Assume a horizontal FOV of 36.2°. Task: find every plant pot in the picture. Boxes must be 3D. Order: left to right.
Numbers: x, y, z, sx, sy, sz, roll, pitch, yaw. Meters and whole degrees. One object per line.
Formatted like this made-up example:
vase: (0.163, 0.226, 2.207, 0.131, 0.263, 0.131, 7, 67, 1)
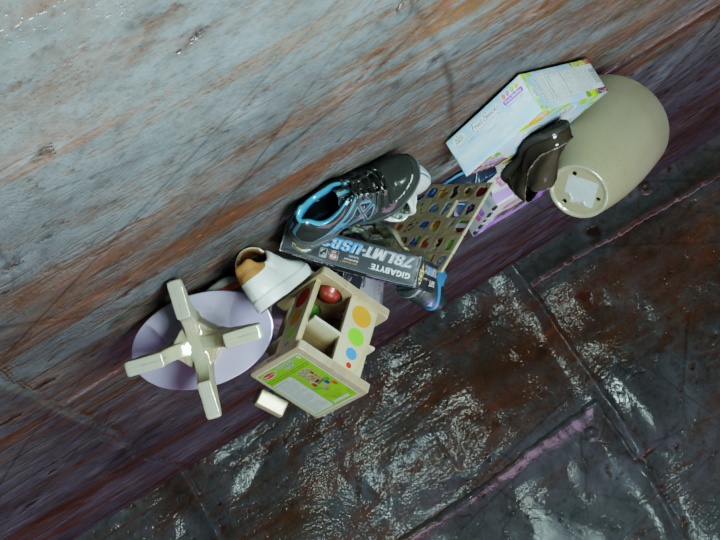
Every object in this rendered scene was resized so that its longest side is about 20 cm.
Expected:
plant pot: (0.369, -0.177, 1.720, 0.187, 0.187, 0.200, -42, -172, 44)

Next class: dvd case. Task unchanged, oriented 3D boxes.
dvd case: (0.000, 0.000, 1.773, 0.024, 0.153, 0.200, 9, -174, 19)

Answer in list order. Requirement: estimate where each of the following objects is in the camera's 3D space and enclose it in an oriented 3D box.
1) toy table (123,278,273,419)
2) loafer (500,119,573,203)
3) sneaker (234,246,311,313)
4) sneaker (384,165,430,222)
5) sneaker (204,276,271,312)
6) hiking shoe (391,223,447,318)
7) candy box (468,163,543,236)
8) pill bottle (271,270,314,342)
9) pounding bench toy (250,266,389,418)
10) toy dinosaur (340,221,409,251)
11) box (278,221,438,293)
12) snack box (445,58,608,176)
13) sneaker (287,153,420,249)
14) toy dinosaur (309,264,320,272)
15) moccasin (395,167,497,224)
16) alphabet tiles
toy table: (-0.215, 0.097, 1.467, 0.198, 0.186, 0.117, -28, -175, -2)
loafer: (0.271, -0.158, 1.621, 0.072, 0.072, 0.200, -29, 170, -15)
sneaker: (-0.123, -0.003, 1.520, 0.073, 0.085, 0.200, -38, -179, 10)
sneaker: (0.051, -0.104, 1.580, 0.073, 0.071, 0.199, -38, 169, 31)
sneaker: (-0.159, 0.047, 1.613, 0.077, 0.082, 0.199, -39, 171, 34)
hiking shoe: (0.100, -0.009, 1.788, 0.074, 0.087, 0.201, -32, -148, 30)
candy box: (0.279, -0.159, 2.053, 0.166, 0.072, 0.200, -31, 171, -13)
pill bottle: (-0.096, 0.103, 1.756, 0.113, 0.114, 0.202, -29, 137, -19)
pounding bench toy: (-0.075, 0.110, 1.581, 0.199, 0.124, 0.157, -33, -149, 46)
toy dinosaur: (0.017, -0.057, 1.575, 0.200, 0.087, 0.048, -149, -100, -82)
box: (0.003, -0.016, 1.565, 0.198, 0.197, 0.050, 15, 89, -80)
snack box: (0.245, -0.226, 1.616, 0.199, 0.068, 0.168, -24, 167, -48)
sneaker: (-0.004, -0.095, 1.445, 0.199, 0.074, 0.082, -32, 169, -10)
toy dinosaur: (-0.068, 0.011, 1.819, 0.102, 0.077, 0.201, -33, 161, -42)
moccasin: (0.155, -0.112, 1.888, 0.199, 0.069, 0.080, -34, 170, 6)
alphabet tiles: (0.111, -0.070, 1.744, 0.199, 0.008, 0.168, 4, -122, 58)
